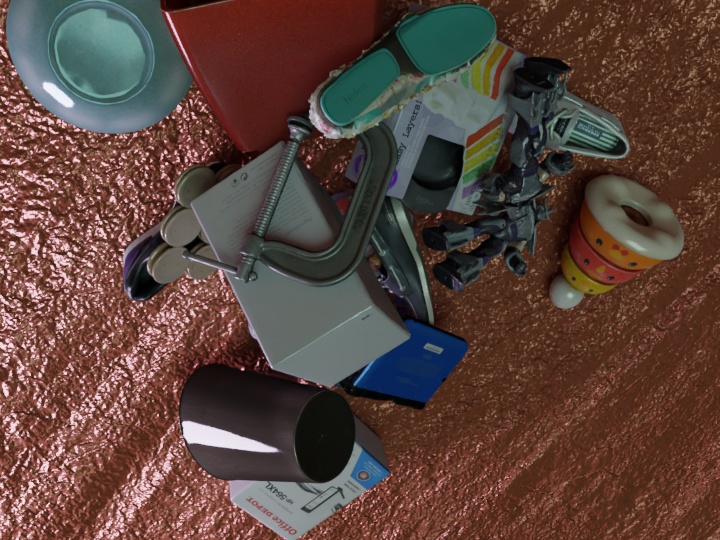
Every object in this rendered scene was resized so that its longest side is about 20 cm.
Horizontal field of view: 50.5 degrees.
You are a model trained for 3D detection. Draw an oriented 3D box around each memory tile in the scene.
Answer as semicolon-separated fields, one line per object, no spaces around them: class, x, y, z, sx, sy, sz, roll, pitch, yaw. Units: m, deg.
memory tile;-0.151;-0.058;0.899;0.199;0.017;0.154;-11;132;-50

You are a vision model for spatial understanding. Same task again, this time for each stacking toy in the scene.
stacking toy;0.326;-0.015;1.043;0.144;0.147;0.201;12;133;-18

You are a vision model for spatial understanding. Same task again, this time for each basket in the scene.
basket;-0.116;0.206;0.998;0.198;0.136;0.181;-4;125;41

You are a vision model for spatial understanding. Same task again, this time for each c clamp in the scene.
c clamp;-0.060;-0.072;0.728;0.169;0.027;0.202;24;83;17

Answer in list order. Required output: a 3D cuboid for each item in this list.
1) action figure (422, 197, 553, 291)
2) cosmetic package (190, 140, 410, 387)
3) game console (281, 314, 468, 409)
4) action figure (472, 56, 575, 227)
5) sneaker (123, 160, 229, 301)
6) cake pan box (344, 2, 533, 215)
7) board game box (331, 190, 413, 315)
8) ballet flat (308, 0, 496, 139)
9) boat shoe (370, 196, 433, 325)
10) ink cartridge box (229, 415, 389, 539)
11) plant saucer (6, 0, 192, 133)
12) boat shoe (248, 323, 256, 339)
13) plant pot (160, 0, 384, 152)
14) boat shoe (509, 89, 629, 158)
action figure;0.177;-0.046;0.979;0.199;0.069;0.132;-25;111;-27
cosmetic package;-0.058;0.005;0.829;0.122;0.201;0.199;-33;161;5
game console;0.021;0.115;1.014;0.171;0.118;0.199;-53;147;9
action figure;0.188;-0.131;0.863;0.130;0.069;0.202;-31;137;-33
sneaker;-0.209;-0.038;0.918;0.075;0.088;0.200;36;108;-28
cake pan box;0.089;-0.164;0.833;0.183;0.052;0.202;9;109;-44
board game box;0.000;0.000;0.973;0.156;0.039;0.203;-2;101;-19
ballet flat;0.034;-0.187;0.711;0.199;0.064;0.076;-30;93;-11
boat shoe;0.046;-0.008;0.939;0.062;0.073;0.201;-15;127;7
ink cartridge box;-0.079;0.297;1.149;0.199;0.085;0.146;-38;121;11
plant saucer;-0.275;-0.236;0.815;0.198;0.039;0.203;-5;122;-8
boat shoe;-0.049;0.068;1.021;0.197;0.074;0.067;3;132;-13
plant pot;-0.083;-0.239;0.775;0.198;0.201;0.178;-12;133;-5
boat shoe;0.242;-0.186;0.930;0.198;0.067;0.074;9;118;-15
